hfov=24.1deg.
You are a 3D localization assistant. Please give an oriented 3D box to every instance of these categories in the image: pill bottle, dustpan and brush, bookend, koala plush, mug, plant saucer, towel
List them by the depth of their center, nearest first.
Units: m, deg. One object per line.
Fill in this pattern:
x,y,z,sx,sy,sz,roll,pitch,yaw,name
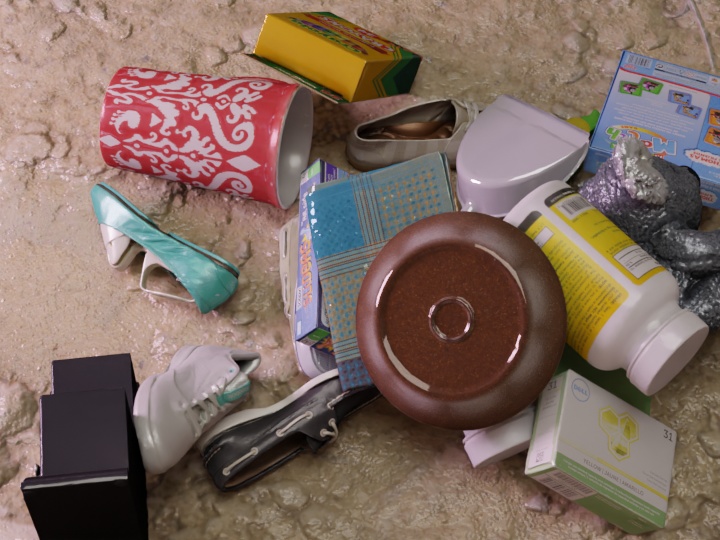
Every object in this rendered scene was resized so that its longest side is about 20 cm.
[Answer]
0.086,0.045,1.527,0.199,0.037,0.201,-1,87,17,plant saucer
-0.250,0.150,1.533,0.092,0.200,0.199,-5,59,-4,bookend
0.220,0.019,1.560,0.112,0.113,0.200,-38,67,-21,pill bottle
0.032,0.002,1.580,0.146,0.022,0.201,-13,81,15,towel
0.106,0.082,1.616,0.111,0.111,0.201,-21,76,-13,pill bottle
0.299,-0.037,1.651,0.184,0.177,0.200,-40,86,-15,koala plush
0.129,-0.084,1.734,0.200,0.057,0.139,-40,46,-19,dustpan and brush
-0.158,-0.146,1.787,0.199,0.177,0.134,10,96,11,mug

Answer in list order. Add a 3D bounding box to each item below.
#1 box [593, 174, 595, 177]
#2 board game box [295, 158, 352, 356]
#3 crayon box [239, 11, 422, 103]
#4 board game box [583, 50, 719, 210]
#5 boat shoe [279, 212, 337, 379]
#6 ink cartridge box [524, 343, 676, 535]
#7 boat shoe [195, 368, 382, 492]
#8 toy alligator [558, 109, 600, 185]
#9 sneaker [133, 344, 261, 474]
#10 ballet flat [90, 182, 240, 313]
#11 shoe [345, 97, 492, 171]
0.216,-0.021,1.738,0.041,0.039,0.200,27,61,17,box
0.000,0.000,1.681,0.135,0.034,0.201,25,50,-31,board game box
-0.028,-0.228,1.788,0.127,0.051,0.200,28,18,15,crayon box
0.330,-0.152,1.788,0.151,0.037,0.200,17,40,9,board game box
-0.047,0.027,1.698,0.072,0.062,0.201,29,48,-36,boat shoe
0.235,0.131,1.596,0.145,0.048,0.201,30,56,-25,ink cartridge box
-0.057,0.149,1.609,0.199,0.074,0.060,-22,60,-10,boat shoe
0.196,-0.102,1.776,0.054,0.059,0.200,22,60,13,toy alligator
-0.148,0.119,1.574,0.088,0.076,0.200,-7,24,16,sneaker
-0.217,-0.019,1.721,0.200,0.067,0.071,32,77,20,ballet flat
0.083,-0.147,1.808,0.199,0.053,0.070,-10,58,-6,shoe
